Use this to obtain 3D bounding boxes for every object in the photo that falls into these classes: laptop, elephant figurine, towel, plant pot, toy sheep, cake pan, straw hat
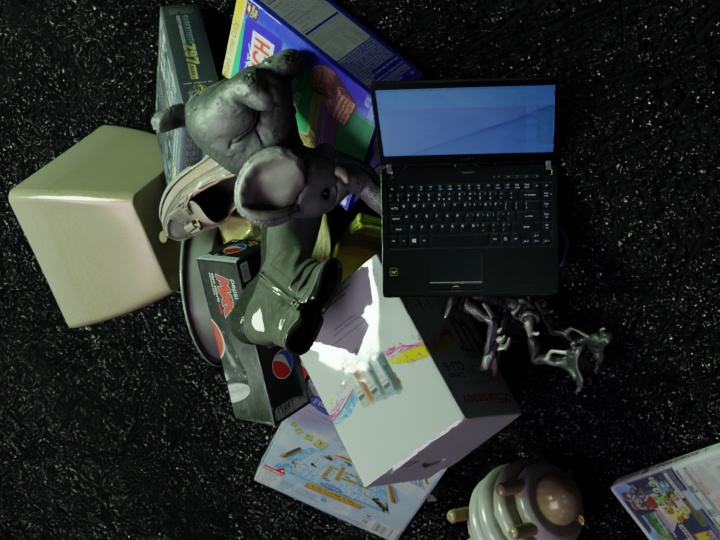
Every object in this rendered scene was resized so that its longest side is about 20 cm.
[{"bbox_3d":[0.101,-0.074,1.213,0.175,0.103,0.203,-1,92,7],"label":"laptop"},{"bbox_3d":[-0.077,-0.105,1.282,0.154,0.141,0.202,-13,108,44],"label":"elephant figurine"},{"bbox_3d":[0.000,0.000,1.483,0.085,0.018,0.200,14,146,-17],"label":"towel"},{"bbox_3d":[-0.287,-0.062,1.636,0.176,0.200,0.202,-2,120,36],"label":"plant pot"},{"bbox_3d":[0.180,0.285,1.478,0.138,0.138,0.200,53,137,-3],"label":"toy sheep"},{"bbox_3d":[-0.165,0.016,1.579,0.036,0.201,0.202,-5,121,16],"label":"cake pan"},{"bbox_3d":[-0.123,-0.053,1.499,0.201,0.084,0.203,30,127,49],"label":"straw hat"}]

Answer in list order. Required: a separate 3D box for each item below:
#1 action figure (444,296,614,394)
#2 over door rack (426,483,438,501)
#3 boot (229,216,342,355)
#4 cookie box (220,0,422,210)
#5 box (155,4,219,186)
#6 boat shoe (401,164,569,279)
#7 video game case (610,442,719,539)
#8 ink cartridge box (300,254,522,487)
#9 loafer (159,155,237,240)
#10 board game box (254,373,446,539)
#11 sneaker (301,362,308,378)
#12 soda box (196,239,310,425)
[{"bbox_3d":[0.155,0.057,1.330,0.199,0.119,0.103,30,133,17],"label":"action figure"},{"bbox_3d":[0.003,0.206,1.613,0.146,0.067,0.201,-8,125,21],"label":"over door rack"},{"bbox_3d":[-0.057,-0.005,1.355,0.067,0.202,0.130,28,164,-33],"label":"boot"},{"bbox_3d":[-0.049,-0.193,1.361,0.200,0.075,0.172,40,144,15],"label":"cookie box"},{"bbox_3d":[-0.199,-0.178,1.480,0.201,0.050,0.159,103,156,-50],"label":"box"},{"bbox_3d":[0.117,-0.060,1.306,0.199,0.069,0.085,28,138,27],"label":"boat shoe"},{"bbox_3d":[0.384,0.281,1.354,0.201,0.023,0.182,52,143,-2],"label":"video game case"},{"bbox_3d":[0.047,0.108,1.372,0.144,0.145,0.201,-37,69,25],"label":"ink cartridge box"},{"bbox_3d":[-0.162,-0.084,1.418,0.200,0.071,0.063,-42,48,39],"label":"loafer"},{"bbox_3d":[-0.004,0.223,1.558,0.198,0.041,0.200,25,129,-6],"label":"board game box"},{"bbox_3d":[-0.096,0.084,1.647,0.198,0.071,0.113,23,140,21],"label":"sneaker"},{"bbox_3d":[-0.120,0.069,1.449,0.070,0.063,0.202,5,114,40],"label":"soda box"}]
